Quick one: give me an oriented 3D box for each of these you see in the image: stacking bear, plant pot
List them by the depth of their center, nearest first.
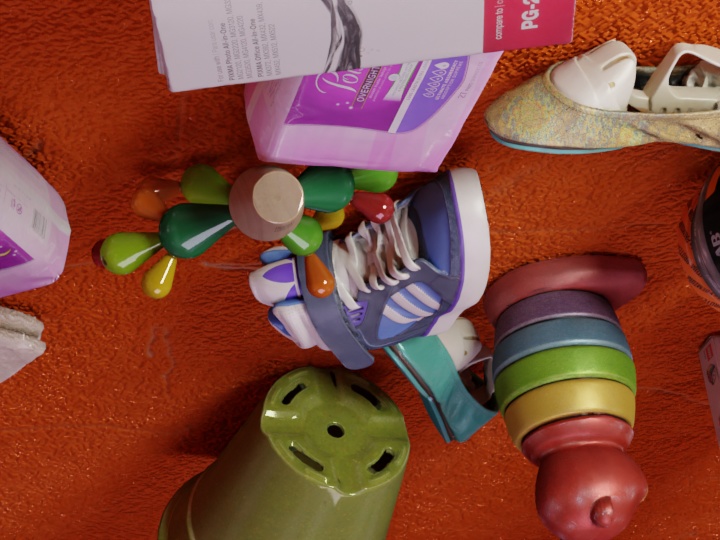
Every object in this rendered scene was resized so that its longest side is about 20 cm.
[{"bbox_3d":[0.157,0.103,1.385,0.113,0.201,0.122,7,149,-25],"label":"stacking bear"},{"bbox_3d":[-0.045,0.180,1.525,0.199,0.201,0.190,4,136,-21],"label":"plant pot"}]

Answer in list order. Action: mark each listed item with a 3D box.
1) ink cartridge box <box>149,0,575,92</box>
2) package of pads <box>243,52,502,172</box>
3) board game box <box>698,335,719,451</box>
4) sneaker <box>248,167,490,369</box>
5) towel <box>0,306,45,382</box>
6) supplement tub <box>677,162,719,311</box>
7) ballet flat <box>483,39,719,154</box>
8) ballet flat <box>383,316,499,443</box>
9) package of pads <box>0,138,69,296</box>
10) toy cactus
[{"bbox_3d":[-0.006,-0.176,0.895,0.198,0.146,0.084,-7,153,-1],"label":"ink cartridge box"},{"bbox_3d":[0.013,-0.132,1.054,0.120,0.076,0.200,1,150,-17],"label":"package of pads"},{"bbox_3d":[0.352,0.147,1.514,0.125,0.201,0.035,1,152,-14],"label":"board game box"},{"bbox_3d":[0.000,0.000,1.285,0.145,0.081,0.200,-5,157,-13],"label":"sneaker"},{"bbox_3d":[-0.334,0.045,1.338,0.132,0.035,0.199,-31,143,33],"label":"towel"},{"bbox_3d":[0.301,-0.039,1.224,0.122,0.123,0.200,7,161,-25],"label":"supplement tub"},{"bbox_3d":[0.174,-0.109,1.159,0.199,0.071,0.071,1,150,-15],"label":"ballet flat"},{"bbox_3d":[0.065,0.070,1.464,0.070,0.067,0.200,-35,149,-1],"label":"ballet flat"},{"bbox_3d":[-0.270,-0.050,1.119,0.120,0.076,0.200,-15,151,15],"label":"package of pads"},{"bbox_3d":[-0.065,-0.030,1.167,0.199,0.103,0.165,-7,179,-11],"label":"toy cactus"}]
